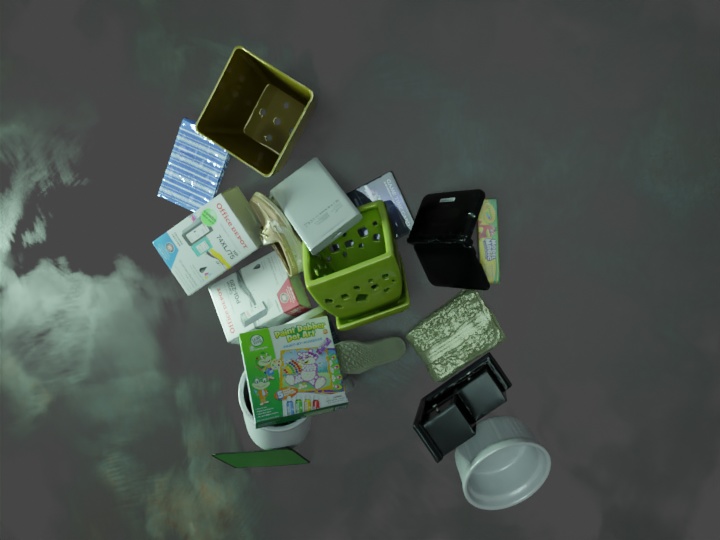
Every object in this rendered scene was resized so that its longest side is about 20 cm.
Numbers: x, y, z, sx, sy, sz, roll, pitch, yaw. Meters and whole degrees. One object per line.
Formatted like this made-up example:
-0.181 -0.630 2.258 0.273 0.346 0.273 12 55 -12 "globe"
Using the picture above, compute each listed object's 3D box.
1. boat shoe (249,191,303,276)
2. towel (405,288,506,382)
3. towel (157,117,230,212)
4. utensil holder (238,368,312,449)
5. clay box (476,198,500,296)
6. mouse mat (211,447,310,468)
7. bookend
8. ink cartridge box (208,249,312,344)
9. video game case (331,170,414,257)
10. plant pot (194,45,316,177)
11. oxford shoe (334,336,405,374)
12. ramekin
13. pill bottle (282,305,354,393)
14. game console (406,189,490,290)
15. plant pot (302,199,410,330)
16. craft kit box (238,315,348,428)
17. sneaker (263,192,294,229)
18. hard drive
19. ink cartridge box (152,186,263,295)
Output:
-0.186 -0.077 1.483 0.069 0.074 0.201 -39 97 -22 "boat shoe"
0.212 0.146 1.525 0.199 0.036 0.150 -35 87 12 "towel"
-0.392 -0.245 1.610 0.143 0.024 0.203 23 99 9 "towel"
-0.183 0.300 1.504 0.166 0.201 0.173 3 60 -6 "utensil holder"
0.274 -0.051 1.454 0.047 0.115 0.204 -3 95 9 "clay box"
-0.230 0.440 1.584 0.196 0.161 0.008 -6 62 11 "mouse mat"
0.222 0.288 1.453 0.198 0.200 0.093 -37 89 12 "bookend"
-0.233 0.062 1.564 0.198 0.085 0.148 -28 75 14 "ink cartridge box"
0.014 -0.117 1.547 0.197 0.019 0.145 -26 90 11 "video game case"
-0.208 -0.336 1.488 0.198 0.176 0.202 32 99 6 "plant pot"
0.006 0.190 1.518 0.196 0.058 0.077 -8 81 -23 "oxford shoe"
0.300 0.410 1.461 0.196 0.098 0.204 -8 124 -11 "ramekin"
-0.091 0.192 1.548 0.110 0.111 0.203 -26 90 12 "pill bottle"
0.203 -0.066 1.450 0.115 0.199 0.179 28 77 -30 "game console"
0.000 0.000 1.459 0.197 0.201 0.183 -20 129 10 "plant pot"
-0.142 0.210 1.421 0.196 0.049 0.200 -11 61 -13 "craft kit box"
-0.130 -0.138 1.537 0.196 0.074 0.090 -10 73 20 "sneaker"
-0.098 -0.142 1.454 0.131 0.026 0.201 -36 56 -1 "hard drive"
-0.333 -0.071 1.544 0.198 0.146 0.148 -33 98 11 "ink cartridge box"
